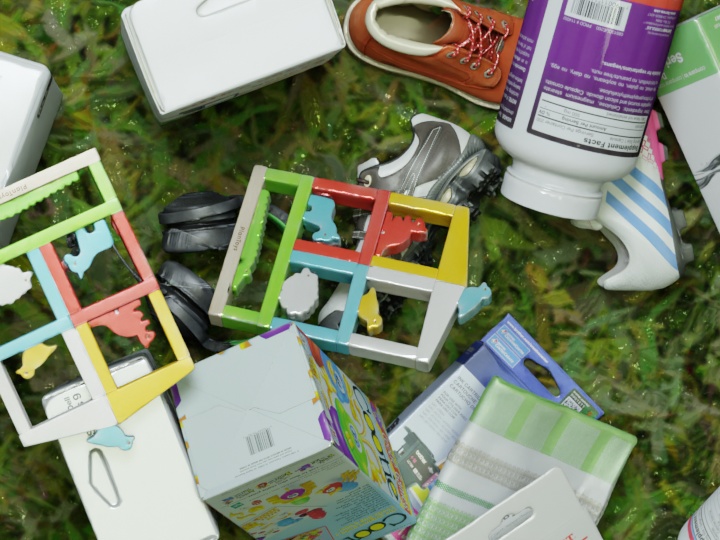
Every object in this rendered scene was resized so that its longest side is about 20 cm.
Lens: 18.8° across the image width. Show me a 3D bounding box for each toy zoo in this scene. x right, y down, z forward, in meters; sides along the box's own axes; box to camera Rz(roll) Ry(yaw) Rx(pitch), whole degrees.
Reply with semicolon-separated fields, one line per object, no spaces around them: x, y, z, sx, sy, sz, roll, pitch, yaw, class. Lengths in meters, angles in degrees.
-0.201;0.032;1.506;0.131;0.020;0.200;-25;93;-7;toy zoo
0.000;0.000;1.633;0.200;0.020;0.131;11;65;9;toy zoo

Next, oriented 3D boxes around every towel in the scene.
0.118;0.195;1.695;0.149;0.031;0.200;23;97;-27;towel

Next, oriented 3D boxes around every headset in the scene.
-0.128;-0.004;1.676;0.200;0.094;0.124;14;88;-17;headset

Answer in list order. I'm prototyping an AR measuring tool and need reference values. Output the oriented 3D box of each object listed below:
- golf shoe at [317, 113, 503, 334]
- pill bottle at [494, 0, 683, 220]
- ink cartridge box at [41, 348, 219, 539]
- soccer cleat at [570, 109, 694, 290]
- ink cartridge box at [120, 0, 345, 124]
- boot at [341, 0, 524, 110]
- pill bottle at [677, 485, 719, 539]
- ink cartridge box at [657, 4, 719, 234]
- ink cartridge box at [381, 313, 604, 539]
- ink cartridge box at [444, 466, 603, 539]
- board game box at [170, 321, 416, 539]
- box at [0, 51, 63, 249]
0.020;-0.033;1.709;0.094;0.078;0.200;39;85;13;golf shoe
0.168;-0.144;1.641;0.112;0.112;0.200;14;104;-5;pill bottle
-0.168;0.141;1.618;0.084;0.200;0.146;-23;92;-5;ink cartridge box
0.201;-0.079;1.720;0.086;0.070;0.200;-15;90;0;soccer cleat
-0.099;-0.174;1.625;0.145;0.200;0.088;-22;92;-5;ink cartridge box
0.088;-0.173;1.691;0.200;0.107;0.075;11;86;-8;boot
0.316;0.205;1.683;0.109;0.109;0.200;36;115;-4;pill bottle
0.324;-0.117;1.698;0.146;0.084;0.200;-25;93;-33;ink cartridge box
0.088;0.144;1.725;0.200;0.042;0.119;-44;94;-5;ink cartridge box
0.135;0.244;1.666;0.116;0.067;0.200;-32;115;-11;ink cartridge box
-0.047;0.133;1.609;0.105;0.200;0.103;-23;62;9;board game box
-0.316;-0.069;1.605;0.131;0.200;0.199;20;87;-4;box
